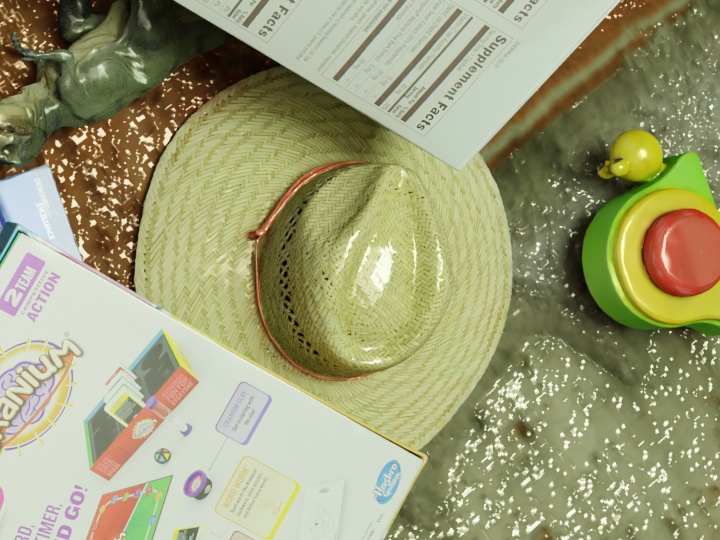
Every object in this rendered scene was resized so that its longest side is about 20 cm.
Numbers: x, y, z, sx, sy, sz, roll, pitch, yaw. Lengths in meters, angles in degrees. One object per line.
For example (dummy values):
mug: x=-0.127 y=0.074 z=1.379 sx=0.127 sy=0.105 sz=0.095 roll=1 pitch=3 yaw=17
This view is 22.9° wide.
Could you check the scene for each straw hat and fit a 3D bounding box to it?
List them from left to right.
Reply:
straw hat: x=0.000 y=0.000 z=0.788 sx=0.201 sy=0.085 sz=0.201 roll=1 pitch=87 yaw=-20

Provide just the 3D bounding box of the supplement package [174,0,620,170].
supplement package: x=0.008 y=-0.179 z=0.737 sx=0.200 sy=0.151 sz=0.152 roll=29 pitch=39 yaw=-17

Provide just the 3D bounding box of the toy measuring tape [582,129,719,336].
toy measuring tape: x=0.155 y=0.030 z=0.856 sx=0.074 sy=0.074 sz=0.200 roll=-22 pitch=94 yaw=-21

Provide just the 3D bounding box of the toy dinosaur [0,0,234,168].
toy dinosaur: x=-0.102 y=-0.115 z=0.781 sx=0.200 sy=0.047 sz=0.088 roll=-28 pitch=100 yaw=-25

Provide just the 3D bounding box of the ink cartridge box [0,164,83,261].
ink cartridge box: x=-0.203 y=0.029 z=0.735 sx=0.200 sy=0.039 sz=0.100 roll=-22 pitch=94 yaw=-21

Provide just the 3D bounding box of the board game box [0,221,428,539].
board game box: x=-0.094 y=0.094 z=0.728 sx=0.200 sy=0.040 sz=0.153 roll=32 pitch=84 yaw=-17
